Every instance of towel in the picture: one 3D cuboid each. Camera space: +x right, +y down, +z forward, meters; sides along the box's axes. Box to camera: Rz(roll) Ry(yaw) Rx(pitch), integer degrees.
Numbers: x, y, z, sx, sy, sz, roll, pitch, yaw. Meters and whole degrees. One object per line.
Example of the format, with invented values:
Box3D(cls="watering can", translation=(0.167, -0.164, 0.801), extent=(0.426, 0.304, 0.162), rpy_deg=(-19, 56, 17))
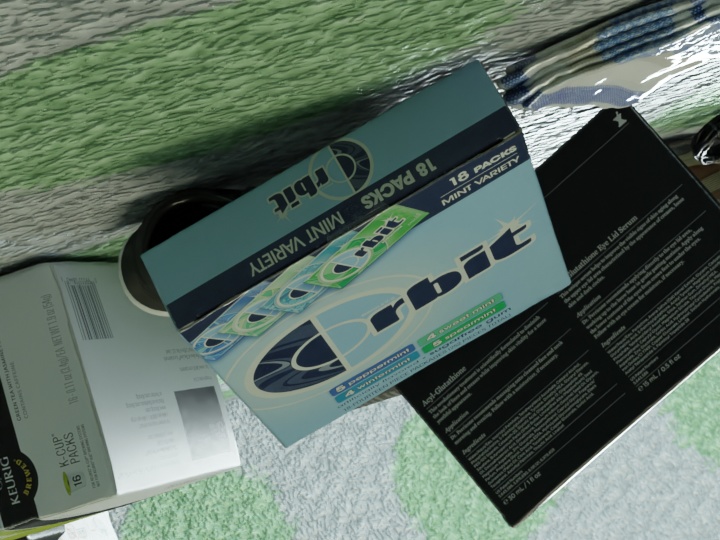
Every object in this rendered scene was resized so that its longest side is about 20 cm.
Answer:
Box3D(cls="towel", translation=(0.173, -0.112, 0.920), extent=(0.199, 0.024, 0.147), rpy_deg=(-20, 175, 30))

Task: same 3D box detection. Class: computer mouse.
Box3D(cls="computer mouse", translation=(0.279, -0.085, 1.415), extent=(0.059, 0.034, 0.200), rpy_deg=(-42, 160, 30))

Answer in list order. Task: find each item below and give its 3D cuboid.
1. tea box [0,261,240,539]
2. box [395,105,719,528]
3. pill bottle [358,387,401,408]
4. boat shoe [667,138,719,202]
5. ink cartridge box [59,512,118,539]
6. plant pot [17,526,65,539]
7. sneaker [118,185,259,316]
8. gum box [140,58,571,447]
Box3D(cls="tea box", translation=(-0.203, 0.085, 1.186), extent=(0.196, 0.134, 0.200), rpy_deg=(-19, 174, 15))
Box3D(cls="box", translation=(0.118, 0.022, 1.152), extent=(0.200, 0.141, 0.079), rpy_deg=(-41, 173, 9))
Box3D(cls="pill bottle", translation=(0.019, 0.027, 1.398), extent=(0.199, 0.115, 0.114), rpy_deg=(-18, 175, 17))
Box3D(cls="boat shoe", translation=(0.249, -0.056, 1.483), extent=(0.199, 0.072, 0.076), rpy_deg=(-11, 173, -46))
Box3D(cls="ink cartridge box", translation=(-0.250, 0.169, 1.547), extent=(0.057, 0.201, 0.162), rpy_deg=(-21, 174, 18))
Box3D(cls="plant pot", translation=(-0.312, 0.159, 1.382), extent=(0.177, 0.201, 0.200), rpy_deg=(-27, 174, 1))
Box3D(cls="sneaker", translation=(-0.024, -0.016, 1.026), extent=(0.199, 0.071, 0.099), rpy_deg=(-12, 180, -3))
Box3D(cls="gum box", translation=(0.006, 0.000, 0.966), extent=(0.169, 0.045, 0.200), rpy_deg=(-30, 158, 1))
